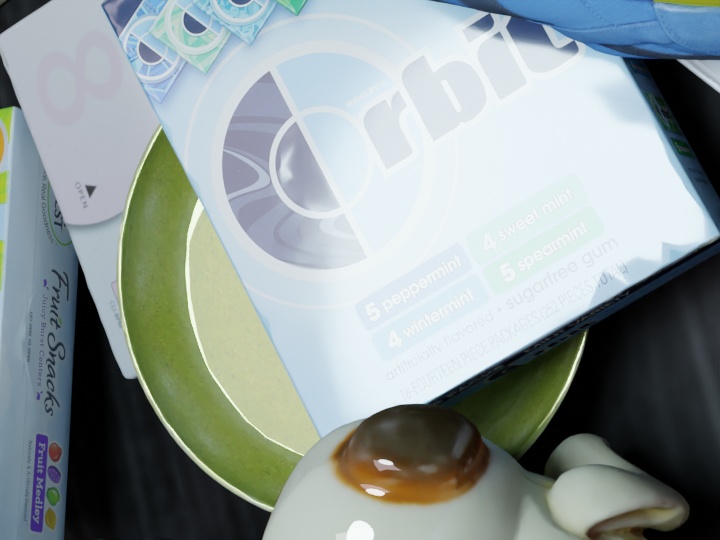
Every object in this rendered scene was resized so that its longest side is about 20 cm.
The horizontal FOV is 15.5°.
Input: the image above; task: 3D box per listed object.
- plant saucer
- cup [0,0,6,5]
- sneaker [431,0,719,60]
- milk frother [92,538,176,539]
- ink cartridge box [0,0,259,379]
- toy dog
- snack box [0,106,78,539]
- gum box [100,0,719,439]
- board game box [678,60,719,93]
[{"bbox_3d":[0.000,0.000,1.044,0.199,0.031,0.201,0,90,21],"label":"plant saucer"},{"bbox_3d":[-0.241,-0.205,1.155,0.200,0.143,0.201,4,98,35],"label":"cup"},{"bbox_3d":[0.064,-0.107,0.926,0.199,0.078,0.066,12,68,17],"label":"sneaker"},{"bbox_3d":[-0.074,0.224,1.034,0.188,0.180,0.200,27,84,37],"label":"milk frother"},{"bbox_3d":[-0.046,-0.065,1.091,0.200,0.057,0.163,-28,80,39],"label":"ink cartridge box"},{"bbox_3d":[0.052,0.135,0.944,0.200,0.194,0.140,40,127,4],"label":"toy dog"},{"bbox_3d":[-0.192,0.039,1.172,0.142,0.053,0.201,-9,73,35],"label":"snack box"},{"bbox_3d":[0.020,-0.057,0.997,0.170,0.045,0.200,-31,79,16],"label":"gum box"},{"bbox_3d":[0.186,-0.140,0.921,0.126,0.035,0.200,41,117,24],"label":"board game box"}]
